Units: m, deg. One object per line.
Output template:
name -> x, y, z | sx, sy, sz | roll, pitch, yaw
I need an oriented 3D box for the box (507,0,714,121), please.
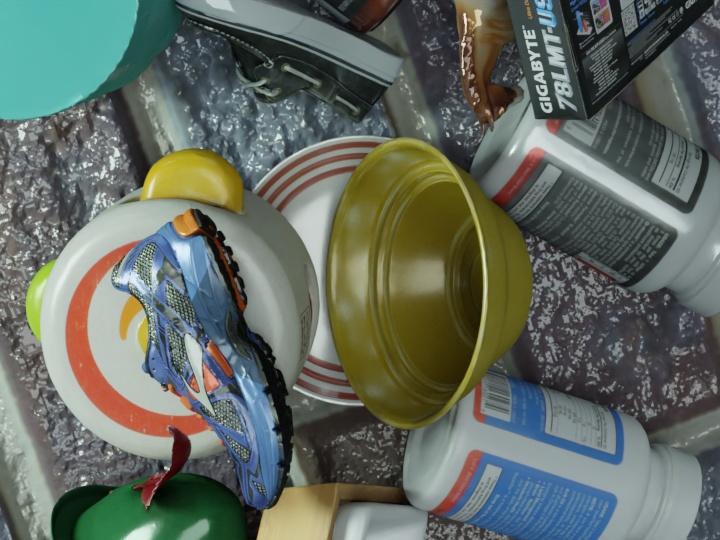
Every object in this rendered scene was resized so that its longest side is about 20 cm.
box -> 0.164, -0.232, 1.379 | 0.200, 0.050, 0.199 | -42, 125, -42

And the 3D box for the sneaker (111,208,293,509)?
sneaker -> -0.099, 0.063, 1.313 | 0.078, 0.075, 0.200 | -20, 93, 9

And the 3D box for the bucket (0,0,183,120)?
bucket -> -0.219, -0.199, 1.358 | 0.207, 0.135, 0.207 | 2, 105, 7

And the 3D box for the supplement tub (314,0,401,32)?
supplement tub -> -0.045, -0.261, 1.406 | 0.200, 0.107, 0.107 | 35, 93, -9

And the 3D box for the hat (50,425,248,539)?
hat -> -0.104, 0.147, 1.388 | 0.166, 0.200, 0.176 | 21, 112, -21

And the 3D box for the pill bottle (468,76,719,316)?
pill bottle -> 0.188, -0.055, 1.455 | 0.200, 0.116, 0.116 | 30, 94, -9

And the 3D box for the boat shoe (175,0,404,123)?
boat shoe -> -0.052, -0.147, 1.403 | 0.200, 0.072, 0.071 | 18, 102, -41

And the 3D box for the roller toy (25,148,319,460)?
roller toy -> -0.122, 0.031, 1.405 | 0.200, 0.140, 0.182 | -41, 94, 12

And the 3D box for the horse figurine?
horse figurine -> 0.093, -0.213, 1.388 | 0.133, 0.050, 0.200 | -39, 129, -31

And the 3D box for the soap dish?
soap dish -> -0.021, 0.225, 1.428 | 0.081, 0.200, 0.157 | 10, 85, 17

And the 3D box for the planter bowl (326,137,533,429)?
planter bowl -> 0.062, 0.009, 1.412 | 0.083, 0.200, 0.200 | 0, 99, -33

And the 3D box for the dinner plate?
dinner plate -> 0.000, 0.000, 1.489 | 0.200, 0.024, 0.200 | -1, 97, -6

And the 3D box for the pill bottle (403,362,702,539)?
pill bottle -> 0.141, 0.146, 1.477 | 0.200, 0.112, 0.112 | 19, 95, -14
